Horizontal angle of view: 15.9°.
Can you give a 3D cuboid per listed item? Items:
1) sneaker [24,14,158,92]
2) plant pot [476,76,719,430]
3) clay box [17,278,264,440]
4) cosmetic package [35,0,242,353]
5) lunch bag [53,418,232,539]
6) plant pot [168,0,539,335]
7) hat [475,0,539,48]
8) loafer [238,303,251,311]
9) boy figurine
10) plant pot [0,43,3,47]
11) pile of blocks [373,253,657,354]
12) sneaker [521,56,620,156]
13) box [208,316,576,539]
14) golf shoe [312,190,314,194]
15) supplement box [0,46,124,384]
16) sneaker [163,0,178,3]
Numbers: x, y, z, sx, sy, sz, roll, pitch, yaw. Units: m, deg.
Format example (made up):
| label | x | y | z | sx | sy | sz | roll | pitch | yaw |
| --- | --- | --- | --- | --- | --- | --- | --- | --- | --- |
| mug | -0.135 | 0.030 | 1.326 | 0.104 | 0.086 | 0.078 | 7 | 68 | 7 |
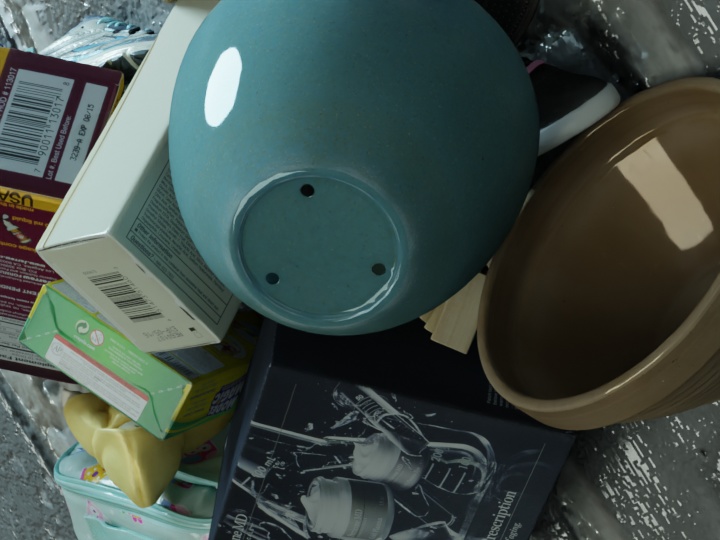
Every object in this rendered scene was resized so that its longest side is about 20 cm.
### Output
| label | x | y | z | sx | sy | sz | roll | pitch | yaw |
| --- | --- | --- | --- | --- | --- | --- | --- | --- | --- |
| sneaker | -0.156 | -0.134 | 1.650 | 0.199 | 0.087 | 0.078 | -12 | 140 | 29 |
| plant pot | 0.162 | 0.007 | 1.342 | 0.093 | 0.201 | 0.201 | 37 | 151 | -29 |
| clay box | -0.114 | 0.041 | 1.612 | 0.115 | 0.200 | 0.048 | 33 | 108 | 16 |
| cosmetic package | -0.095 | -0.062 | 1.510 | 0.073 | 0.200 | 0.104 | -11 | 133 | 44 |
| lunch bag | -0.097 | 0.139 | 1.701 | 0.200 | 0.160 | 0.077 | 10 | 122 | 45 |
| plant pot | -0.011 | -0.045 | 1.329 | 0.199 | 0.135 | 0.201 | 4 | 121 | 6 |
| hat | 0.003 | -0.179 | 1.391 | 0.200 | 0.081 | 0.201 | -4 | 83 | 35 |
| loafer | -0.085 | -0.019 | 1.617 | 0.070 | 0.068 | 0.201 | 51 | 179 | -27 |
| boy figurine | -0.139 | 0.085 | 1.674 | 0.124 | 0.200 | 0.065 | -6 | 116 | 11 |
| plant pot | -0.325 | -0.028 | 1.816 | 0.180 | 0.200 | 0.200 | -11 | 107 | 56 |
| pile of blocks | 0.085 | 0.012 | 1.455 | 0.200 | 0.062 | 0.082 | 26 | 97 | 7 |
| sneaker | 0.055 | -0.113 | 1.435 | 0.200 | 0.071 | 0.099 | 0 | 119 | 52 |
| box | 0.017 | 0.103 | 1.528 | 0.181 | 0.104 | 0.200 | 14 | 135 | -5 |
| golf shoe | 0.000 | 0.000 | 1.573 | 0.097 | 0.079 | 0.200 | 20 | 161 | -7 |
| supplement box | -0.204 | -0.031 | 1.632 | 0.085 | 0.111 | 0.200 | 12 | 144 | 2 |
| sneaker | -0.115 | -0.224 | 1.500 | 0.113 | 0.071 | 0.200 | 64 | 174 | -1 |
